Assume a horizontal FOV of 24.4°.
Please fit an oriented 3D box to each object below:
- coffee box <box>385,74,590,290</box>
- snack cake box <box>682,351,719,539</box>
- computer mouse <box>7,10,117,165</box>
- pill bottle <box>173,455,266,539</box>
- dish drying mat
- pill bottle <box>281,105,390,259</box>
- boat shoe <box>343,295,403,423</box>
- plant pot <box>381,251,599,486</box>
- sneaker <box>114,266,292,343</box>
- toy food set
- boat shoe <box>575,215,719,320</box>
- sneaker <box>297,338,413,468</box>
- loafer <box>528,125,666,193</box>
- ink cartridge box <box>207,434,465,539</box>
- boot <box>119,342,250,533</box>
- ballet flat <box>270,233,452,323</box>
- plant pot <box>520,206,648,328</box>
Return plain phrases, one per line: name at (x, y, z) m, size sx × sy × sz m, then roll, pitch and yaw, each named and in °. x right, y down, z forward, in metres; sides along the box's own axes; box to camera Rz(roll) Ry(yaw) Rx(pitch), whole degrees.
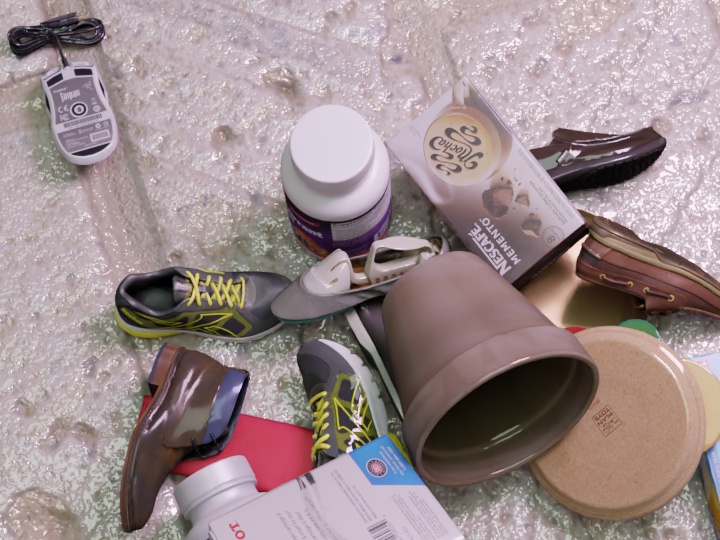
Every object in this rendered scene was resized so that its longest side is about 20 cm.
coffee box at (0.134, -0.086, 1.729) m, size 0.113 × 0.080 × 0.200 m, roll -39°, pitch 79°, yaw 8°
snack cake box at (0.401, 0.181, 1.689) m, size 0.114 × 0.067 × 0.202 m, roll -12°, pitch 71°, yaw -1°
computer mouse at (-0.322, -0.196, 1.855) m, size 0.109 × 0.044 × 0.201 m, roll -15°, pitch 66°, yaw -8°
pill bottle at (-0.107, 0.290, 1.646) m, size 0.111 × 0.112 × 0.201 m, roll -27°, pitch 73°, yaw -7°
dish drying mat at (-0.138, 0.185, 1.732) m, size 0.198 × 0.018 × 0.077 m, roll 12°, pitch 71°, yaw 5°
pill bottle at (-0.025, -0.091, 1.717) m, size 0.110 × 0.200 × 0.112 m, roll -1°, pitch 71°, yaw 2°
boat shoe at (0.051, 0.110, 1.722) m, size 0.060 × 0.072 × 0.202 m, roll -28°, pitch 70°, yaw -3°
plant pot at (0.107, 0.082, 1.628) m, size 0.199 × 0.200 × 0.174 m, roll -25°, pitch 57°, yaw -6°
sneaker at (-0.164, 0.034, 1.748) m, size 0.198 × 0.085 × 0.075 m, roll -6°, pitch 72°, yaw 0°
toy food set at (0.253, 0.149, 1.675) m, size 0.197 × 0.049 × 0.201 m, roll 36°, pitch 100°, yaw 20°
boat shoe at (0.307, 0.011, 1.726) m, size 0.199 × 0.072 × 0.068 m, roll 24°, pitch 103°, yaw -24°
sneaker at (-0.017, 0.161, 1.684) m, size 0.084 × 0.075 × 0.201 m, roll -19°, pitch 70°, yaw -35°
loafer at (0.232, -0.127, 1.794) m, size 0.198 × 0.073 × 0.072 m, roll -15°, pitch 73°, yaw -3°
ink cartridge box at (-0.022, 0.264, 1.542) m, size 0.199 × 0.085 × 0.146 m, roll -24°, pitch 50°, yaw -18°
boot at (-0.180, 0.175, 1.688) m, size 0.096 × 0.075 × 0.202 m, roll 10°, pitch 70°, yaw 8°
ballet flat at (0.000, 0.000, 1.723) m, size 0.198 × 0.064 × 0.068 m, roll -13°, pitch 39°, yaw -8°
plant pot at (0.207, 0.028, 1.769) m, size 0.198 × 0.028 × 0.202 m, roll 0°, pitch 72°, yaw 1°
